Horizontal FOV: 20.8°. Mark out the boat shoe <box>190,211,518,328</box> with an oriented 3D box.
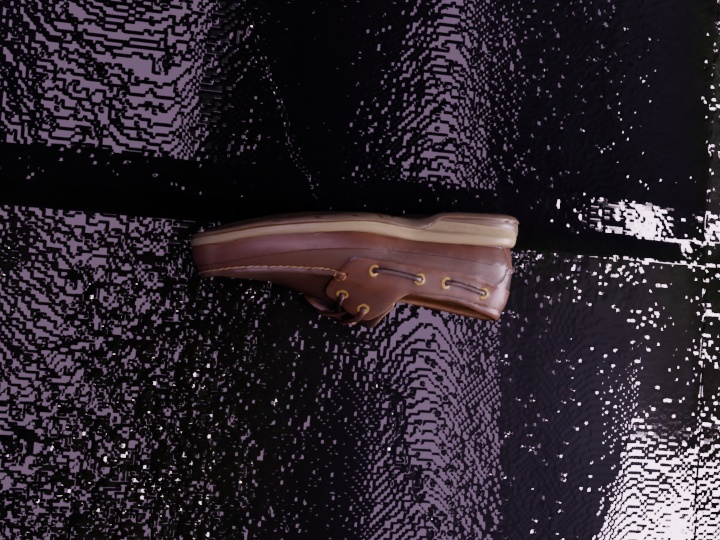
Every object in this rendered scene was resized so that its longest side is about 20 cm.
[{"bbox_3d":[0.000,0.000,1.135,0.200,0.072,0.068,0,90,-22],"label":"boat shoe"}]
